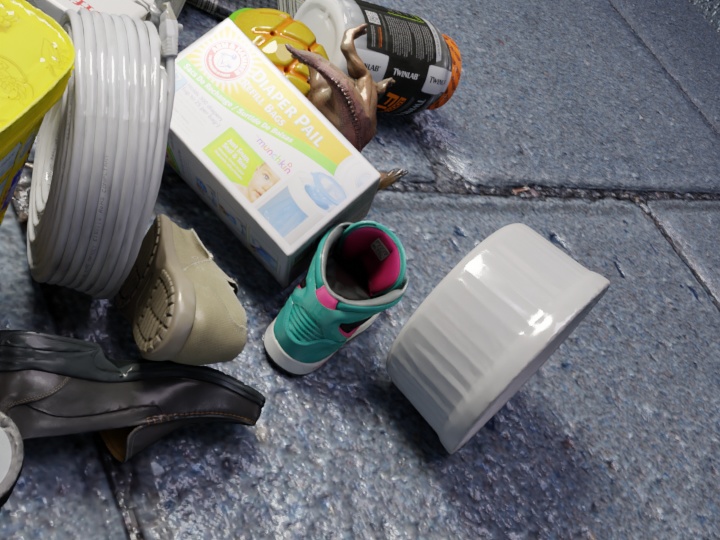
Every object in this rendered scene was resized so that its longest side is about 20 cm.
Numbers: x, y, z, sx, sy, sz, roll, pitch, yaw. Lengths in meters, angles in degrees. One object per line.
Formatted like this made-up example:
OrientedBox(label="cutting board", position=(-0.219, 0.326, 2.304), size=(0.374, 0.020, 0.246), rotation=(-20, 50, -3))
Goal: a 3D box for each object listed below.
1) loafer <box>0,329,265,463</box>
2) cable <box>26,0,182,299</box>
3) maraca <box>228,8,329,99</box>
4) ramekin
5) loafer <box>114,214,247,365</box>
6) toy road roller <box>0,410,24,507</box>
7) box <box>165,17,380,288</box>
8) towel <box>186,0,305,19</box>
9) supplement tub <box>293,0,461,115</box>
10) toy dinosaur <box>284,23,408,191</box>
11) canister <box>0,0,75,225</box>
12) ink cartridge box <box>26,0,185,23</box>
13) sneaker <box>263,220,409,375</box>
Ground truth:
OrientedBox(label="loafer", position=(-0.157, 0.094, 0.568), size=(0.199, 0.073, 0.073), rotation=(15, 73, -32))
OrientedBox(label="cable", position=(-0.191, -0.082, 0.594), size=(0.069, 0.200, 0.201), rotation=(9, 69, -28))
OrientedBox(label="maraca", position=(-0.079, -0.183, 0.868), size=(0.137, 0.107, 0.201), rotation=(-9, 75, -49))
OrientedBox(label="ramekin", position=(0.114, 0.054, 0.728), size=(0.098, 0.201, 0.200), rotation=(43, 37, 16))
OrientedBox(label="loafer", position=(-0.131, 0.019, 0.608), size=(0.068, 0.076, 0.200), rotation=(29, 11, -26))
OrientedBox(label="toy road roller", position=(-0.275, 0.108, 0.401), size=(0.200, 0.123, 0.146), rotation=(38, 49, -5))
OrientedBox(label="box", position=(-0.093, -0.102, 0.741), size=(0.112, 0.101, 0.200), rotation=(-42, 83, -16))
OrientedBox(label="towel", position=(-0.142, -0.363, 1.053), size=(0.192, 0.035, 0.201), rotation=(17, 46, -24))
OrientedBox(label="supplement tub", position=(0.020, -0.254, 1.004), size=(0.199, 0.123, 0.123), rotation=(1, 53, -40))
OrientedBox(label="toy dinosaur", position=(-0.009, -0.136, 0.775), size=(0.200, 0.085, 0.136), rotation=(55, 26, -70))
OrientedBox(label="canister", position=(-0.261, -0.053, 0.501), size=(0.086, 0.200, 0.149), rotation=(32, 38, -11))
OrientedBox(label="ink cartridge box", position=(-0.269, -0.268, 0.800), size=(0.147, 0.083, 0.200), rotation=(34, 39, -8))
OrientedBox(label="sneaker", position=(0.000, 0.000, 0.737), size=(0.084, 0.121, 0.200), rotation=(42, 37, 0))
